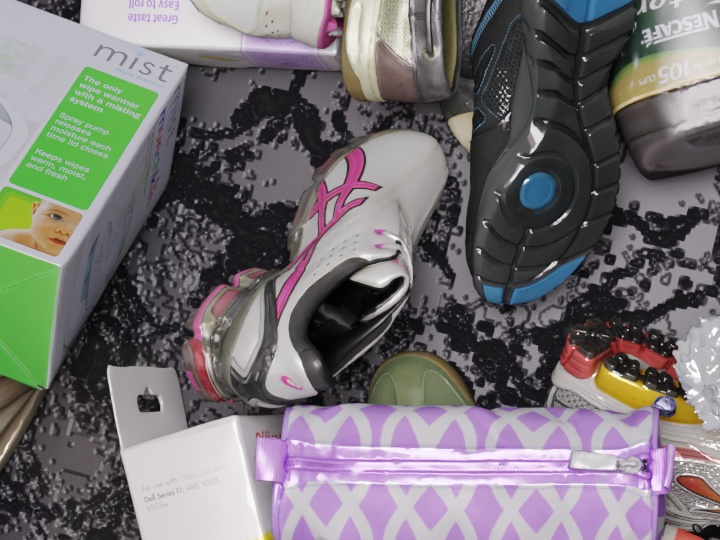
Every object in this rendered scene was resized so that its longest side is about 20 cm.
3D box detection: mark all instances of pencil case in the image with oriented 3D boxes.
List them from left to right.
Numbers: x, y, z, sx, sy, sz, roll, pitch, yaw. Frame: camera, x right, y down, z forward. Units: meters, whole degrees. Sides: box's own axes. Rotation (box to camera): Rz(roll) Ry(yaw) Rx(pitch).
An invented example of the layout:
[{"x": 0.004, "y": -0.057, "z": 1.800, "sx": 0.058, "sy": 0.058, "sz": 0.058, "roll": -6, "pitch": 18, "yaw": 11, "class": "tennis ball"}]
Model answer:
[{"x": 0.053, "y": 0.104, "z": 0.977, "sx": 0.199, "sy": 0.086, "sz": 0.084, "roll": -2, "pitch": 78, "yaw": 5, "class": "pencil case"}]

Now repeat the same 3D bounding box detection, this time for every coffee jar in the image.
[{"x": 0.164, "y": -0.151, "z": 1.051, "sx": 0.104, "sy": 0.085, "sz": 0.201, "roll": -16, "pitch": 84, "yaw": 8, "class": "coffee jar"}]

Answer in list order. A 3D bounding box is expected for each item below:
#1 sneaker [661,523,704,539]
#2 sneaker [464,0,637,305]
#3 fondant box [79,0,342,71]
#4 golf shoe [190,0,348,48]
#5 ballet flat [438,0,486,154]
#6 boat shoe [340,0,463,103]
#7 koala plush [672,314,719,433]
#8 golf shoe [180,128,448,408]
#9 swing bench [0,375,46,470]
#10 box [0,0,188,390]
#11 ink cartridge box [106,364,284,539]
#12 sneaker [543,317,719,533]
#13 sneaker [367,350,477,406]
[{"x": 0.125, "y": 0.217, "z": 1.032, "sx": 0.093, "sy": 0.070, "sz": 0.200, "roll": 29, "pitch": 101, "yaw": 12, "class": "sneaker"}, {"x": 0.090, "y": -0.081, "z": 1.036, "sx": 0.073, "sy": 0.082, "sz": 0.200, "roll": 3, "pitch": 111, "yaw": -25, "class": "sneaker"}, {"x": -0.070, "y": -0.213, "z": 1.108, "sx": 0.144, "sy": 0.058, "sz": 0.201, "roll": 3, "pitch": 87, "yaw": 9, "class": "fondant box"}, {"x": -0.042, "y": -0.216, "z": 1.040, "sx": 0.091, "sy": 0.075, "sz": 0.201, "roll": 5, "pitch": 86, "yaw": 11, "class": "golf shoe"}, {"x": 0.062, "y": -0.156, "z": 1.082, "sx": 0.066, "sy": 0.057, "sz": 0.201, "roll": -5, "pitch": 86, "yaw": 9, "class": "ballet flat"}, {"x": 0.041, "y": -0.181, "z": 1.035, "sx": 0.066, "sy": 0.072, "sz": 0.201, "roll": 11, "pitch": 87, "yaw": 15, "class": "boat shoe"}, {"x": 0.261, "y": 0.053, "z": 0.965, "sx": 0.200, "sy": 0.177, "sz": 0.184, "roll": 22, "pitch": 123, "yaw": 25, "class": "koala plush"}, {"x": 0.000, "y": 0.000, "z": 1.031, "sx": 0.092, "sy": 0.073, "sz": 0.200, "roll": 3, "pitch": 42, "yaw": 39, "class": "golf shoe"}, {"x": -0.292, "y": 0.052, "z": 1.075, "sx": 0.199, "sy": 0.200, "sz": 0.130, "roll": 30, "pitch": 135, "yaw": 11, "class": "swing bench"}, {"x": -0.214, "y": -0.057, "z": 1.048, "sx": 0.200, "sy": 0.097, "sz": 0.177, "roll": 21, "pitch": 45, "yaw": 5, "class": "box"}, {"x": -0.062, "y": 0.138, "z": 1.049, "sx": 0.067, "sy": 0.117, "sz": 0.201, "roll": -16, "pitch": 84, "yaw": 12, "class": "ink cartridge box"}, {"x": 0.187, "y": 0.099, "z": 1.044, "sx": 0.200, "sy": 0.078, "sz": 0.082, "roll": 26, "pitch": 117, "yaw": 6, "class": "sneaker"}, {"x": 0.039, "y": 0.139, "z": 1.047, "sx": 0.067, "sy": 0.090, "sz": 0.201, "roll": -9, "pitch": 84, "yaw": 9, "class": "sneaker"}]
